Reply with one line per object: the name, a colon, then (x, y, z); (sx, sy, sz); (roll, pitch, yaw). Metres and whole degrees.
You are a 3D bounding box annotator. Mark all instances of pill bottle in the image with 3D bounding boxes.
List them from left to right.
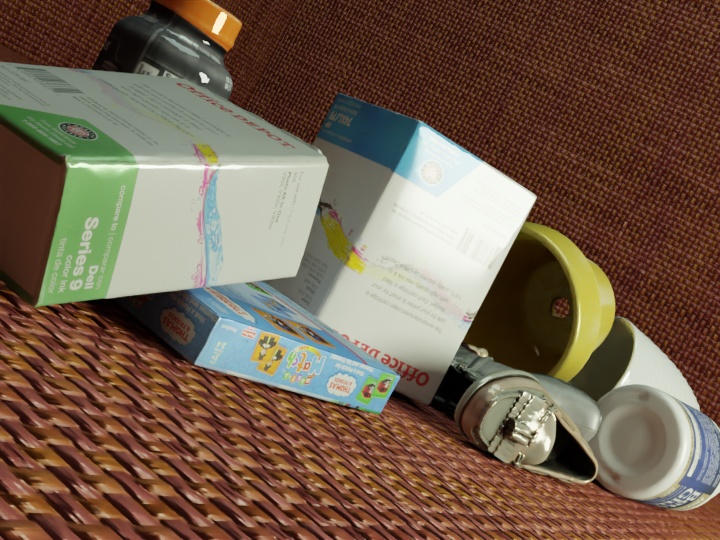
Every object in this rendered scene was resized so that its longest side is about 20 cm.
pill bottle: (-0.168, -0.122, 0.868); (0.105, 0.202, 0.106); (28, 3, -2)
pill bottle: (0.319, 0.191, 1.162); (0.110, 0.112, 0.199); (32, 4, 38)

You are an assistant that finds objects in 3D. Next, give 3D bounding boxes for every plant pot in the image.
plant pot: (0.208, 0.045, 1.320); (0.199, 0.204, 0.188); (31, 16, 32)

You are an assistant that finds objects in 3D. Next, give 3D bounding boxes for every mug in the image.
mug: (0.328, 0.173, 1.418); (0.175, 0.149, 0.199); (39, -30, -22)

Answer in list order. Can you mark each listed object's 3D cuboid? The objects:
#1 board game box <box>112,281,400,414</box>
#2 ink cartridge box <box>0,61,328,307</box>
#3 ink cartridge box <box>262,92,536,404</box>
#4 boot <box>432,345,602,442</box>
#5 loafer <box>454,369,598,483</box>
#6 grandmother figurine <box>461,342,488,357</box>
board game box: (-0.083, 0.031, 0.738); (0.150, 0.037, 0.199); (32, 4, 36)
ink cartridge box: (-0.138, -0.055, 0.648); (0.144, 0.089, 0.198); (31, 24, 32)
ink cartridge box: (0.019, -0.020, 0.954); (0.146, 0.202, 0.146); (27, 2, -33)
boot: (0.134, 0.125, 1.035); (0.197, 0.071, 0.132); (18, 4, 5)
loafer: (0.148, 0.135, 0.927); (0.063, 0.072, 0.199); (40, 6, 35)
grandmother figurine: (0.113, 0.105, 1.165); (0.198, 0.061, 0.121); (27, 4, 0)
